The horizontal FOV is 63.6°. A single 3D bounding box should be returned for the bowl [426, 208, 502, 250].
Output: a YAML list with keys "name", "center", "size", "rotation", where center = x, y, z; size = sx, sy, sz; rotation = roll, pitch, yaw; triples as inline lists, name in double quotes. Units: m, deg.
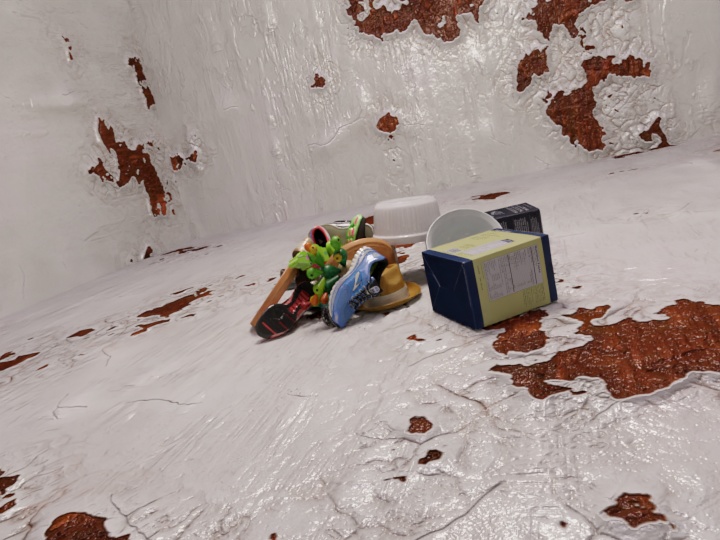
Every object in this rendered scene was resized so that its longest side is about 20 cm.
- name: "bowl"
  center: [0.264, -0.048, 1.463]
  size: [0.195, 0.091, 0.206]
  rotation: [-3, 57, 5]

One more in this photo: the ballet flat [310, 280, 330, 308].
- name: "ballet flat"
  center: [-0.107, 0.062, 1.511]
  size: [0.066, 0.072, 0.198]
  rotation: [-20, 14, -30]

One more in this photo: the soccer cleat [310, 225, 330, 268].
- name: "soccer cleat"
  center: [-0.086, -0.027, 1.580]
  size: [0.067, 0.204, 0.073]
  rotation: [-23, -7, 2]

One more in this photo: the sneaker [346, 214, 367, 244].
- name: "sneaker"
  center: [0.006, -0.053, 1.599]
  size: [0.081, 0.206, 0.077]
  rotation: [-7, 14, -17]

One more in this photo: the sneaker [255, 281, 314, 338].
- name: "sneaker"
  center: [-0.179, 0.113, 1.419]
  size: [0.199, 0.074, 0.087]
  rotation: [-39, -12, -39]

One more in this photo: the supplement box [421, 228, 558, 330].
- name: "supplement box"
  center: [0.262, 0.009, 1.200]
  size: [0.195, 0.138, 0.199]
  rotation: [-17, 13, -16]

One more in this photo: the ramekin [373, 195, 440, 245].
- name: "ramekin"
  center: [0.125, -0.138, 1.561]
  size: [0.194, 0.108, 0.200]
  rotation: [-7, 10, 1]

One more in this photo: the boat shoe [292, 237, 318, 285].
- name: "boat shoe"
  center: [-0.138, -0.004, 1.584]
  size: [0.070, 0.203, 0.065]
  rotation: [19, 54, 15]

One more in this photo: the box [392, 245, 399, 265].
- name: "box"
  center: [0.008, -0.027, 1.687]
  size: [0.194, 0.116, 0.101]
  rotation: [-13, 12, -5]

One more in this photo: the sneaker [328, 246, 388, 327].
- name: "sneaker"
  center: [-0.002, 0.041, 1.326]
  size: [0.088, 0.079, 0.203]
  rotation: [18, 72, 37]

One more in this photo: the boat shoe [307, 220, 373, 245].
- name: "boat shoe"
  center: [-0.052, -0.107, 1.660]
  size: [0.194, 0.077, 0.066]
  rotation: [-9, 12, 16]

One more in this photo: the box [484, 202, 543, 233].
- name: "box"
  center: [0.408, -0.116, 1.666]
  size: [0.194, 0.107, 0.148]
  rotation: [-13, 12, 5]

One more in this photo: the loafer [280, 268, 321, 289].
- name: "loafer"
  center: [-0.158, 0.008, 1.821]
  size: [0.194, 0.065, 0.072]
  rotation: [-14, 12, -1]

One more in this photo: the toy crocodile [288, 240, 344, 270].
- name: "toy crocodile"
  center: [-0.105, -0.032, 1.473]
  size: [0.067, 0.063, 0.198]
  rotation: [-25, -4, 35]

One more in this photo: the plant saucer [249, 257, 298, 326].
- name: "plant saucer"
  center: [-0.215, 0.060, 1.487]
  size: [0.202, 0.032, 0.201]
  rotation: [-56, 7, 9]

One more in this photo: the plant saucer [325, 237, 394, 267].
- name: "plant saucer"
  center: [0.000, 0.000, 1.497]
  size: [0.195, 0.203, 0.038]
  rotation: [-16, 52, -12]

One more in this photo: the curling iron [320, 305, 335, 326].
- name: "curling iron"
  center: [-0.046, 0.077, 1.409]
  size: [0.025, 0.050, 0.200]
  rotation: [-26, 10, 28]

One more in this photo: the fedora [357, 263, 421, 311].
- name: "fedora"
  center: [0.055, 0.034, 1.430]
  size: [0.195, 0.084, 0.201]
  rotation: [-13, 13, 3]

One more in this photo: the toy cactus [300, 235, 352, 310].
- name: "toy cactus"
  center: [-0.067, 0.000, 1.382]
  size: [0.162, 0.205, 0.102]
  rotation: [-7, 31, -39]

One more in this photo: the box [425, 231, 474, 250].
- name: "box"
  center: [0.249, -0.065, 1.629]
  size: [0.121, 0.100, 0.200]
  rotation: [-12, 12, 4]
